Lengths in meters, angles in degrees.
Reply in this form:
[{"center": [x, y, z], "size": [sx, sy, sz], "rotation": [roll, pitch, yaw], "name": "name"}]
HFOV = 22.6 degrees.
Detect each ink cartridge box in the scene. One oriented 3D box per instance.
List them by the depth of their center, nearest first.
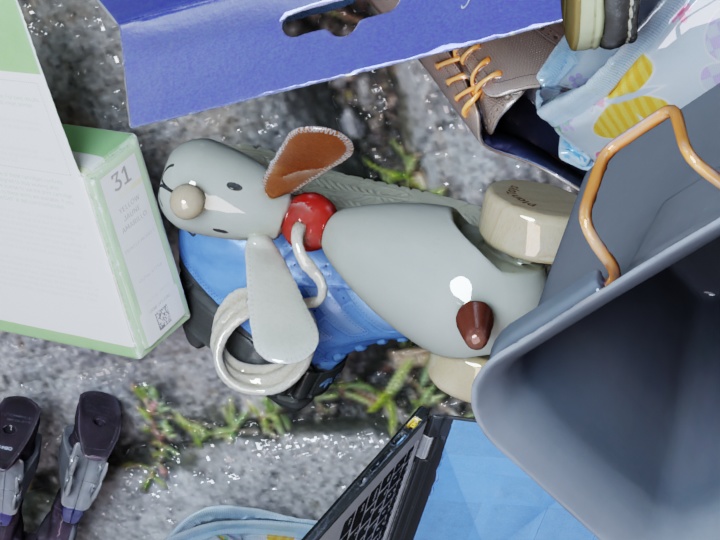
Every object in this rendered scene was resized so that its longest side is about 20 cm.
[{"center": [-0.024, -0.178, 0.717], "size": [0.196, 0.047, 0.202], "rotation": [-12, 74, 17], "name": "ink cartridge box"}, {"center": [-0.170, -0.060, 0.849], "size": [0.145, 0.048, 0.201], "rotation": [10, 126, 35], "name": "ink cartridge box"}]

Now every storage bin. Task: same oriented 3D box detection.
[{"center": [0.142, -0.012, 0.616], "size": [0.145, 0.135, 0.200], "rotation": [41, 127, -19], "name": "storage bin"}]

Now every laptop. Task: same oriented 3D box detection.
[{"center": [0.039, 0.168, 0.823], "size": [0.115, 0.200, 0.188], "rotation": [30, 132, 16], "name": "laptop"}]

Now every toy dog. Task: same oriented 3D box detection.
[{"center": [0.000, 0.000, 0.778], "size": [0.198, 0.096, 0.133], "rotation": [-3, 102, 17], "name": "toy dog"}]

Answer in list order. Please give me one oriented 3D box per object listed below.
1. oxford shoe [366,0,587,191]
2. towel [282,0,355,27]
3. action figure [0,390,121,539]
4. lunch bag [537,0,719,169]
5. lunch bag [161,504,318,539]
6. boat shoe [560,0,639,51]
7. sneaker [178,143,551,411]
[{"center": [0.057, -0.101, 0.786], "size": [0.199, 0.073, 0.071], "rotation": [35, 132, 2], "name": "oxford shoe"}, {"center": [-0.012, -0.168, 0.760], "size": [0.198, 0.048, 0.113], "rotation": [-12, 80, 19], "name": "towel"}, {"center": [-0.187, 0.156, 1.001], "size": [0.129, 0.070, 0.201], "rotation": [6, 128, -14], "name": "action figure"}, {"center": [0.187, -0.094, 0.716], "size": [0.169, 0.127, 0.200], "rotation": [32, 114, -11], "name": "lunch bag"}, {"center": [-0.092, 0.224, 0.956], "size": [0.127, 0.199, 0.170], "rotation": [41, 123, 22], "name": "lunch bag"}, {"center": [0.110, -0.176, 0.639], "size": [0.064, 0.073, 0.202], "rotation": [8, 92, 1], "name": "boat shoe"}, {"center": [0.003, 0.020, 0.875], "size": [0.198, 0.077, 0.112], "rotation": [16, 117, 6], "name": "sneaker"}]
